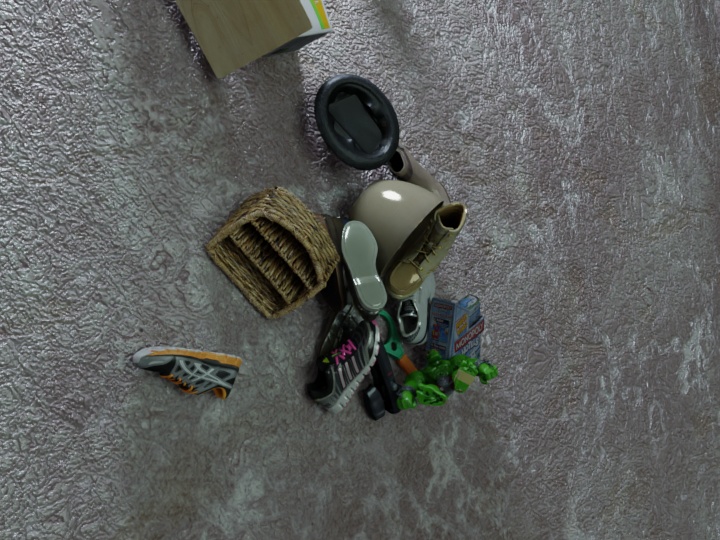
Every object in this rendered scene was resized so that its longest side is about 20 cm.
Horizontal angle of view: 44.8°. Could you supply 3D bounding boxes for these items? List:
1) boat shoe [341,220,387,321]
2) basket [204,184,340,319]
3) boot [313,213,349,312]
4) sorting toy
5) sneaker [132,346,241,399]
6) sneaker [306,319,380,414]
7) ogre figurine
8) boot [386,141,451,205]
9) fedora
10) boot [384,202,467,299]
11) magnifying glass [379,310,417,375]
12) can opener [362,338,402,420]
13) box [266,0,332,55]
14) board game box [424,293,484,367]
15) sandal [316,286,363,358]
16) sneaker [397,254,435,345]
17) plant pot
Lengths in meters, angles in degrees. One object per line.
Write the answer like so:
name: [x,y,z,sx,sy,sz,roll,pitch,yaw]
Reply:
boat shoe: [0.000,0.000,1.659,0.071,0.061,0.202,-3,57,-15]
basket: [-0.149,-0.030,1.577,0.200,0.142,0.149,52,52,-22]
boot: [-0.039,-0.021,1.705,0.096,0.075,0.202,-7,76,-40]
sorting toy: [-0.218,-0.485,1.584,0.201,0.198,0.070,62,5,-14]
sneaker: [-0.287,0.169,1.462,0.199,0.078,0.078,14,82,-38]
sneaker: [-0.036,0.174,1.649,0.087,0.074,0.201,24,102,-28]
ogre figurine: [0.160,0.216,1.738,0.200,0.120,0.098,-39,105,-1]
boot: [0.107,-0.194,1.835,0.200,0.070,0.146,51,11,22]
fedora: [-0.020,-0.290,1.767,0.199,0.091,0.202,6,76,-25]
boot: [0.134,-0.042,1.756,0.073,0.156,0.200,42,57,11]
magnifying glass: [0.071,0.164,1.821,0.201,0.022,0.080,54,51,-22]
can opener: [0.040,0.203,1.731,0.079,0.063,0.201,-38,127,-46]
box: [-0.153,-0.535,1.689,0.101,0.112,0.201,-24,98,-44]
board game box: [0.206,0.136,1.864,0.200,0.061,0.201,-30,125,-46]
sandal: [-0.029,0.100,1.727,0.081,0.054,0.201,34,75,-26]
sneaker: [0.110,0.053,1.823,0.080,0.076,0.202,30,56,-63]
plant pot: [0.055,-0.106,1.764,0.134,0.201,0.200,41,52,6]
